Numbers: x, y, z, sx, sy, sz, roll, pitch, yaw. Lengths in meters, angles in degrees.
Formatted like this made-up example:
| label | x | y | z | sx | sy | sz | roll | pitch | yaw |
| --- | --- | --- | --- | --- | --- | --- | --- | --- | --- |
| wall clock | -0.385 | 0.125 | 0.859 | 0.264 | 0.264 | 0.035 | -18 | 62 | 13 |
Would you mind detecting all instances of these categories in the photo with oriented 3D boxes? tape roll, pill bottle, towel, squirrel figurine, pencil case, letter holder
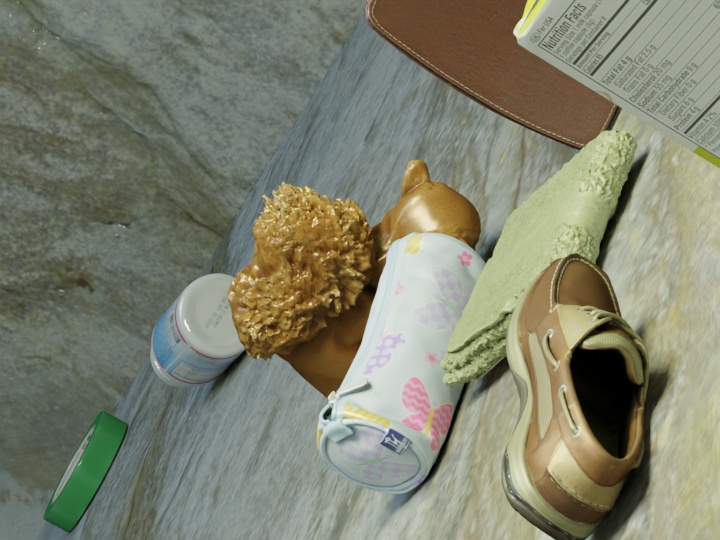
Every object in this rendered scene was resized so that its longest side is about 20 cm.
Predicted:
| label | x | y | z | sx | sy | sz | roll | pitch | yaw |
| --- | --- | --- | --- | --- | --- | --- | --- | --- | --- |
| tape roll | -0.446 | 0.325 | 3.830 | 0.201 | 0.048 | 0.201 | -58 | 9 | 15 |
| pill bottle | -0.203 | 0.083 | 2.999 | 0.109 | 0.108 | 0.200 | -64 | 10 | -25 |
| towel | 0.123 | -0.006 | 1.622 | 0.149 | 0.036 | 0.200 | -65 | 9 | -29 |
| squirrel figurine | 0.000 | 0.000 | 1.859 | 0.186 | 0.200 | 0.142 | -36 | 61 | 31 |
| pencil case | 0.033 | 0.066 | 1.726 | 0.083 | 0.090 | 0.200 | -50 | 12 | 50 |
| letter holder | 0.100 | -0.175 | 1.751 | 0.143 | 0.199 | 0.101 | -63 | 9 | -17 |

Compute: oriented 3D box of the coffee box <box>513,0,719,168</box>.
| label | x | y | z | sx | sy | sz | roll | pitch | yaw |
| --- | --- | --- | --- | --- | --- | --- | --- | --- | --- |
| coffee box | 0.217 | -0.175 | 1.070 | 0.200 | 0.197 | 0.200 | -51 | 12 | 47 |

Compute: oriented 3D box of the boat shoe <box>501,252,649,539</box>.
| label | x | y | z | sx | sy | sz | roll | pitch | yaw |
| --- | --- | --- | --- | --- | --- | --- | --- | --- | --- |
| boat shoe | 0.127 | 0.060 | 1.285 | 0.074 | 0.075 | 0.200 | -48 | 22 | 35 |
